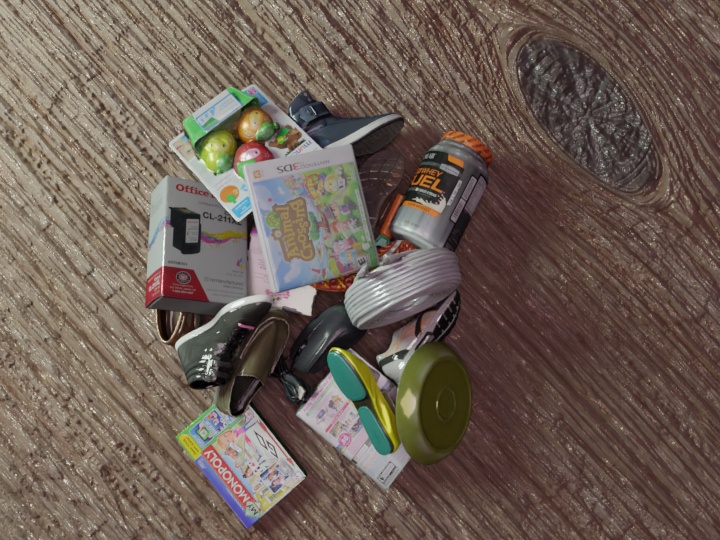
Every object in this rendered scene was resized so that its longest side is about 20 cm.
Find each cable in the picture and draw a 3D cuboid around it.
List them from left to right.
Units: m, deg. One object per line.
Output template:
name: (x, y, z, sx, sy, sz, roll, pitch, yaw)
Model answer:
cable: (0.070, 0.030, 0.964, 0.198, 0.200, 0.070, -16, 73, -25)

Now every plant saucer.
plant saucer: (0.132, 0.220, 1.000, 0.031, 0.198, 0.204, -3, 86, 42)

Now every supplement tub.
supplement tub: (0.142, -0.127, 1.038, 0.121, 0.123, 0.202, 28, 83, 0)

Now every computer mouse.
computer mouse: (-0.070, 0.122, 1.023, 0.199, 0.138, 0.053, -40, 125, -11)

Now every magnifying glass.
magnifying glass: (0.035, -0.041, 1.081, 0.079, 0.022, 0.202, 25, 84, -3)

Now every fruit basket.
fruit basket: (-0.188, -0.202, 0.980, 0.185, 0.094, 0.200, -39, 64, -13)

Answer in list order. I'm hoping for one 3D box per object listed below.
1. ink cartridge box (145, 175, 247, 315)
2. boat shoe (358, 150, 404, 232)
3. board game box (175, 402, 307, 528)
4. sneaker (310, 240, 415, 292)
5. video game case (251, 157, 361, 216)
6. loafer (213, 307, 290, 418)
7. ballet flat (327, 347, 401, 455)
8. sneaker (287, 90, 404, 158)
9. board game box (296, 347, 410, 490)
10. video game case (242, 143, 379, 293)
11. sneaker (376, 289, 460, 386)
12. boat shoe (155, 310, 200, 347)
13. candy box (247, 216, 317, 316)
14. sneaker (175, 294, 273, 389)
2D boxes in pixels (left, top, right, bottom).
ink cartridge box: (-0.265, -0.038, 0.987, 0.144, 0.082, 0.203, 9, 69, -34)
boat shoe: (0.017, -0.126, 1.062, 0.075, 0.072, 0.201, 27, 66, 7)
board game box: (-0.205, 0.321, 1.048, 0.134, 0.029, 0.201, -40, 89, -5)
sneaker: (0.000, 0.000, 1.025, 0.197, 0.077, 0.074, -8, 79, -8)
video game case: (-0.087, -0.153, 1.039, 0.141, 0.019, 0.202, 18, 59, -1)
loafer: (-0.170, 0.159, 0.999, 0.075, 0.070, 0.202, 26, 93, -30)
ballet flat: (0.014, 0.202, 0.982, 0.067, 0.066, 0.202, -34, 99, -41)
sneaker: (-0.035, -0.263, 1.054, 0.200, 0.077, 0.147, -27, 69, -18)
board game box: (0.010, 0.251, 1.043, 0.199, 0.064, 0.148, 40, 85, -1)
video game case: (-0.075, -0.084, 0.952, 0.180, 0.022, 0.203, -14, 93, -17)
sneaker: (0.102, 0.105, 1.051, 0.079, 0.074, 0.201, 28, 71, 34)
boat shoe: (-0.314, 0.030, 1.024, 0.075, 0.072, 0.203, -8, 86, 16)
candy box: (-0.129, -0.032, 1.055, 0.134, 0.061, 0.203, 13, 85, -4)
sneaker: (-0.206, 0.120, 0.957, 0.199, 0.071, 0.100, -32, 60, 18)
